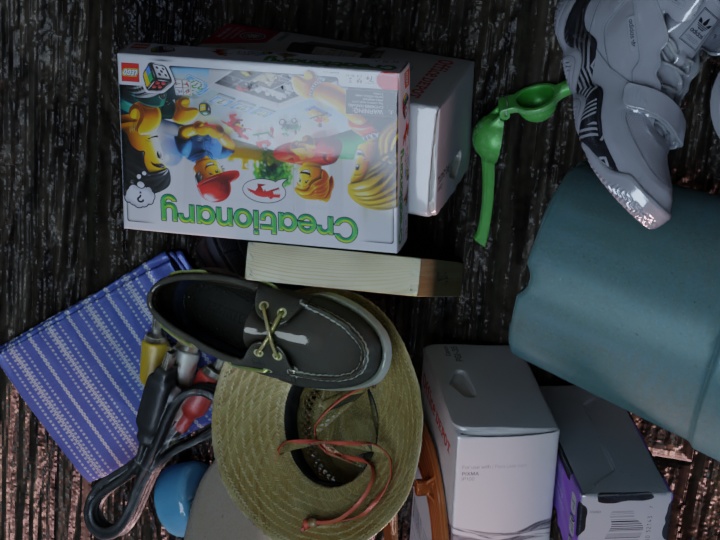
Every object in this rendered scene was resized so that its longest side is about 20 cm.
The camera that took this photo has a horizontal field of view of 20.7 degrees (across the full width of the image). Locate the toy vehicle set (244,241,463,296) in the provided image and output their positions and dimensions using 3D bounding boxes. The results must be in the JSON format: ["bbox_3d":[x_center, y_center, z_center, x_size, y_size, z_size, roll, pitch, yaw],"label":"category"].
[{"bbox_3d":[0.000,0.000,1.437,0.123,0.200,0.027,6,90,11],"label":"toy vehicle set"}]

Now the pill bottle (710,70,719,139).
[{"bbox_3d":[0.309,-0.100,1.302,0.111,0.200,0.113,-3,103,-14],"label":"pill bottle"}]

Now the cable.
[{"bbox_3d":[-0.157,0.138,1.588,0.097,0.050,0.202,29,116,20],"label":"cable"}]

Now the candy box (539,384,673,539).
[{"bbox_3d":[0.172,0.213,1.491,0.071,0.168,0.202,-1,114,-8],"label":"candy box"}]

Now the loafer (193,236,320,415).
[{"bbox_3d":[-0.066,0.053,1.548,0.063,0.072,0.200,-36,103,29],"label":"loafer"}]

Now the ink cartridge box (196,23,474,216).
[{"bbox_3d":[-0.025,-0.111,1.422,0.198,0.145,0.084,9,111,11],"label":"ink cartridge box"}]

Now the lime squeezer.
[{"bbox_3d":[0.128,-0.102,1.447,0.071,0.038,0.200,41,115,-5],"label":"lime squeezer"}]

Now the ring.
[{"bbox_3d":[0.036,0.209,1.520,0.019,0.201,0.202,-3,114,-12],"label":"ring"}]

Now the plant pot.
[{"bbox_3d":[0.220,0.023,1.401,0.194,0.200,0.202,21,117,15],"label":"plant pot"}]

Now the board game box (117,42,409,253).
[{"bbox_3d":[-0.066,-0.084,1.343,0.198,0.035,0.128,5,112,13],"label":"board game box"}]

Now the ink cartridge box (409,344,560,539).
[{"bbox_3d":[0.091,0.176,1.506,0.082,0.147,0.202,-1,114,-9],"label":"ink cartridge box"}]

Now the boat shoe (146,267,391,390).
[{"bbox_3d":[-0.069,0.043,1.439,0.200,0.060,0.073,16,99,35],"label":"boat shoe"}]

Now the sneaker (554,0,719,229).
[{"bbox_3d":[0.203,-0.131,1.337,0.114,0.201,0.075,-30,141,25],"label":"sneaker"}]

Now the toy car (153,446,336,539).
[{"bbox_3d":[-0.052,0.250,1.605,0.183,0.178,0.200,-13,139,33],"label":"toy car"}]

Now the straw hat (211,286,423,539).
[{"bbox_3d":[-0.012,0.118,1.480,0.199,0.085,0.203,-8,76,34],"label":"straw hat"}]

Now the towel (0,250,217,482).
[{"bbox_3d":[-0.188,0.080,1.620,0.199,0.024,0.145,-28,106,25],"label":"towel"}]
